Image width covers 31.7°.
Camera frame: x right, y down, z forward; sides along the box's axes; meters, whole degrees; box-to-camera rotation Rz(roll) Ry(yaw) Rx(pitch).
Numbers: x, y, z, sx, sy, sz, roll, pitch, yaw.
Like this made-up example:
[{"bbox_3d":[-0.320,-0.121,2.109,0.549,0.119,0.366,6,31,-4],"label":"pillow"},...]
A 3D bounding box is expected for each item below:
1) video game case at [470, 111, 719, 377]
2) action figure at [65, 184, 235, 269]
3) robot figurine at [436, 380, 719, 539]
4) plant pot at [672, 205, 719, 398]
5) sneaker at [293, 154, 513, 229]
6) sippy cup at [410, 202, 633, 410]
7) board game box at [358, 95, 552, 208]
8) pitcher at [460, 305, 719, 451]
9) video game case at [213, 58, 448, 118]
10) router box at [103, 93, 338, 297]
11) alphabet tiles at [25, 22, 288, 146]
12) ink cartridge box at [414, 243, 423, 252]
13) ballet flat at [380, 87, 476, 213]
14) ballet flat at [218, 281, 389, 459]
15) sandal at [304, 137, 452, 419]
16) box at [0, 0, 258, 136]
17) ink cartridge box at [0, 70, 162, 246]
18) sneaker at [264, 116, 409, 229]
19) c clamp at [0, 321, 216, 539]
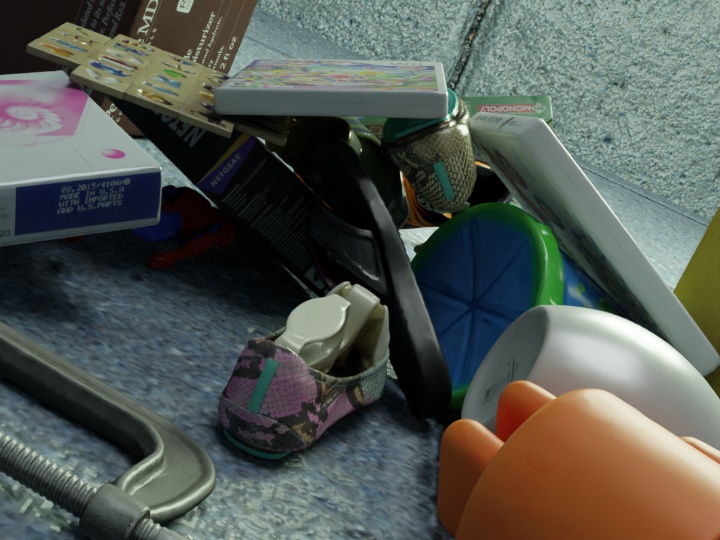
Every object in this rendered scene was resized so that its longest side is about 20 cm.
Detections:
[{"bbox_3d":[0.153,-0.025,0.877,0.200,0.024,0.182,52,0,-11],"label":"video game case"},{"bbox_3d":[-0.138,-0.034,0.831,0.065,0.052,0.200,37,12,22],"label":"action figure"},{"bbox_3d":[0.119,0.130,0.540,0.199,0.117,0.143,34,10,35],"label":"robot figurine"},{"bbox_3d":[0.305,0.095,0.851,0.193,0.197,0.200,24,20,-5],"label":"plant pot"},{"bbox_3d":[0.028,-0.064,1.018,0.198,0.078,0.112,-9,5,-4],"label":"sneaker"},{"bbox_3d":[0.110,0.042,0.839,0.130,0.140,0.179,27,32,-36],"label":"sippy cup"},{"bbox_3d":[0.061,-0.096,1.103,0.198,0.135,0.029,-1,54,2],"label":"board game box"},{"bbox_3d":[0.153,0.119,0.671,0.199,0.121,0.172,34,28,-10],"label":"pitcher"},{"bbox_3d":[-0.014,-0.125,0.855,0.142,0.018,0.200,1,14,2],"label":"video game case"},{"bbox_3d":[-0.088,-0.070,0.924,0.157,0.052,0.200,43,-1,-38],"label":"router box"},{"bbox_3d":[-0.126,-0.124,0.832,0.165,0.006,0.200,20,15,-8],"label":"alphabet tiles"},{"bbox_3d":[0.149,0.026,1.093,0.195,0.044,0.200,27,17,13],"label":"ink cartridge box"},{"bbox_3d":[0.051,-0.077,0.872,0.200,0.067,0.076,-86,155,-76],"label":"ballet flat"},{"bbox_3d":[-0.020,0.045,0.698,0.069,0.072,0.200,27,14,11],"label":"ballet flat"},{"bbox_3d":[0.000,0.000,0.789,0.048,0.076,0.202,-15,62,-14],"label":"sandal"},{"bbox_3d":[-0.224,-0.228,1.142,0.163,0.167,0.200,30,15,17],"label":"box"},{"bbox_3d":[-0.236,-0.070,0.682,0.195,0.044,0.200,-11,34,-33],"label":"ink cartridge box"},{"bbox_3d":[-0.015,-0.082,0.967,0.090,0.067,0.200,44,6,-23],"label":"sneaker"},{"bbox_3d":[-0.139,0.063,0.517,0.199,0.027,0.171,29,15,14],"label":"c clamp"}]
